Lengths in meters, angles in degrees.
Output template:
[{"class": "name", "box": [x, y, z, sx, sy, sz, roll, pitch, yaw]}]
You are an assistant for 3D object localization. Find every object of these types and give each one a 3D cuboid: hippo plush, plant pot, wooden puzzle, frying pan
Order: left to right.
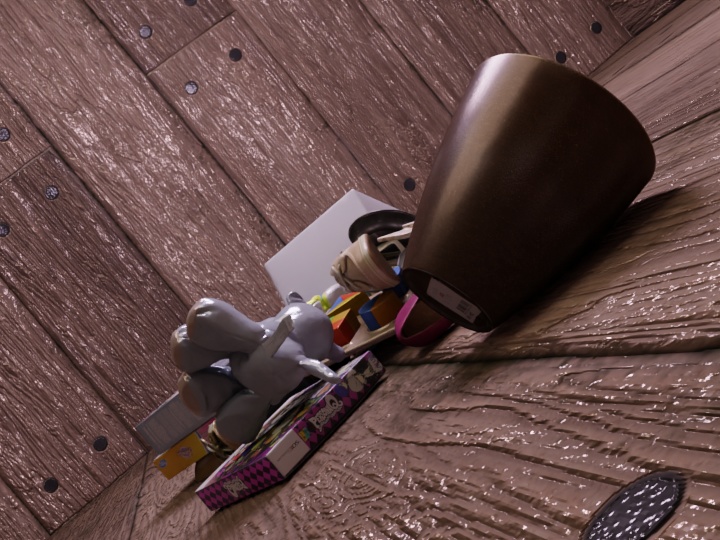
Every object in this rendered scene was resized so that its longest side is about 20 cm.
[{"class": "plant pot", "box": [-0.188, 0.253, 1.459, 0.200, 0.028, 0.200, -41, 3, 3]}, {"class": "hippo plush", "box": [-0.107, 0.077, 1.050, 0.200, 0.159, 0.161, -38, 3, 31]}, {"class": "wooden puzzle", "box": [0.012, 0.052, 1.203, 0.199, 0.046, 0.185, -23, 15, 26]}, {"class": "frying pan", "box": [0.057, -0.030, 1.363, 0.115, 0.190, 0.031, -17, 53, 23]}, {"class": "plant pot", "box": [0.129, -0.052, 0.818, 0.200, 0.187, 0.187, -55, 7, -16]}]

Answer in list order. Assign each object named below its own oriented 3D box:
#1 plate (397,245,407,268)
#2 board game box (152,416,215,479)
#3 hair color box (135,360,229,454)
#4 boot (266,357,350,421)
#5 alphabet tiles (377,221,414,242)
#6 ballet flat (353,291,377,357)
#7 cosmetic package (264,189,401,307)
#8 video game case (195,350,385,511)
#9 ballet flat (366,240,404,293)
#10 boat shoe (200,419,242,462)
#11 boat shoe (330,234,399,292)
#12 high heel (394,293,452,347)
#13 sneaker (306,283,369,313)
[{"class": "plate", "box": [0.139, -0.046, 1.132, 0.199, 0.032, 0.200, -19, 4, 1]}, {"class": "board game box", "box": [-0.219, 0.236, 1.451, 0.200, 0.040, 0.153, -38, 4, 40]}, {"class": "hair color box", "box": [-0.242, 0.193, 1.385, 0.200, 0.061, 0.099, -37, 4, 40]}, {"class": "boot", "box": [-0.111, 0.181, 1.271, 0.200, 0.069, 0.174, -30, -6, -43]}, {"class": "alphabet tiles", "box": [0.123, -0.071, 1.175, 0.195, 0.015, 0.200, -17, 3, -13]}, {"class": "ballet flat", "box": [0.029, 0.055, 1.353, 0.076, 0.064, 0.200, -38, 3, 41]}, {"class": "cosmetic package", "box": [-0.011, -0.009, 1.518, 0.199, 0.123, 0.200, -39, -24, 18]}, {"class": "video game case", "box": [-0.080, 0.182, 1.041, 0.181, 0.036, 0.200, -43, 4, -38]}, {"class": "ballet flat", "box": [0.073, -0.018, 1.294, 0.199, 0.063, 0.067, -16, 21, 23]}, {"class": "boat shoe", "box": [-0.170, 0.230, 1.231, 0.063, 0.073, 0.200, -46, -7, -12]}, {"class": "boat shoe", "box": [0.000, 0.000, 1.146, 0.065, 0.072, 0.200, -36, 6, 0]}, {"class": "high heel", "box": [0.114, 0.004, 0.983, 0.200, 0.067, 0.096, -54, -8, 11]}, {"class": "sneaker", "box": [-0.072, 0.077, 1.361, 0.105, 0.076, 0.200, -22, 1, 43]}]
